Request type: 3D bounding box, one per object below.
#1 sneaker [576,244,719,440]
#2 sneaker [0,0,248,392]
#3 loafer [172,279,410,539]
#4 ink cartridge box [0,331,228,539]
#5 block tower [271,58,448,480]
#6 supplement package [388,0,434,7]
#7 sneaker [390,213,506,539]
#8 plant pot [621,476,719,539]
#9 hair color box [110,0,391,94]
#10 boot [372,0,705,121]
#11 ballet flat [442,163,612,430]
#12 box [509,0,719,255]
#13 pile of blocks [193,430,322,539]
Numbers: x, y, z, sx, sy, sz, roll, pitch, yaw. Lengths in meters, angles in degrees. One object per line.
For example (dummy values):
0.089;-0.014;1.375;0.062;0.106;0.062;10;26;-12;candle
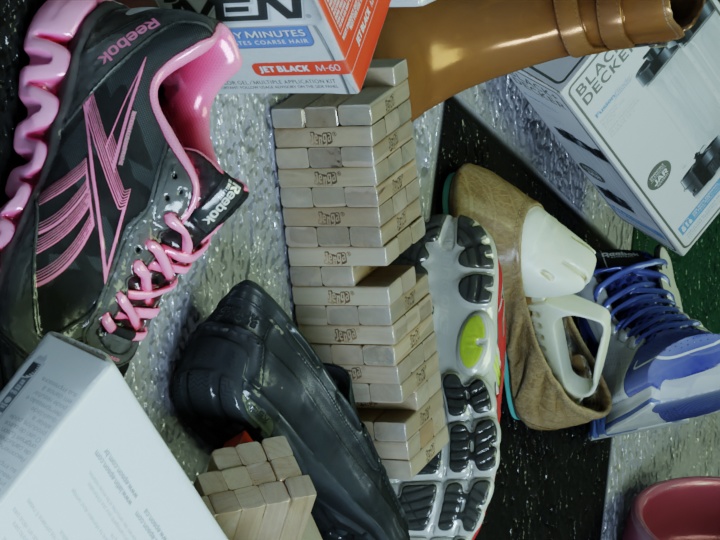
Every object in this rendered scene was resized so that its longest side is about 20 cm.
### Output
0.168;0.039;1.710;0.199;0.080;0.116;133;-55;-79;sneaker
-0.093;-0.016;1.110;0.079;0.095;0.201;32;64;-65;sneaker
-0.022;0.078;1.311;0.201;0.068;0.071;54;52;-50;loafer
-0.128;0.158;1.074;0.200;0.040;0.200;-53;143;-23;ink cartridge box
0.000;0.000;1.377;0.058;0.054;0.201;-39;126;-61;block tower
-0.010;-0.226;1.258;0.121;0.119;0.201;-30;119;-62;supplement package
0.050;0.072;1.476;0.085;0.077;0.201;52;45;-63;sneaker
0.255;0.255;1.842;0.200;0.199;0.180;-30;134;-63;plant pot
-0.072;-0.157;1.131;0.200;0.110;0.064;64;35;-46;hair color box
0.087;-0.121;1.445;0.200;0.154;0.077;-40;128;-60;boot
0.105;0.017;1.599;0.068;0.072;0.201;-63;146;-41;ballet flat
0.172;-0.109;1.677;0.117;0.060;0.200;-49;140;-6;box
-0.051;0.132;1.275;0.200;0.082;0.062;70;-6;-54;pile of blocks
